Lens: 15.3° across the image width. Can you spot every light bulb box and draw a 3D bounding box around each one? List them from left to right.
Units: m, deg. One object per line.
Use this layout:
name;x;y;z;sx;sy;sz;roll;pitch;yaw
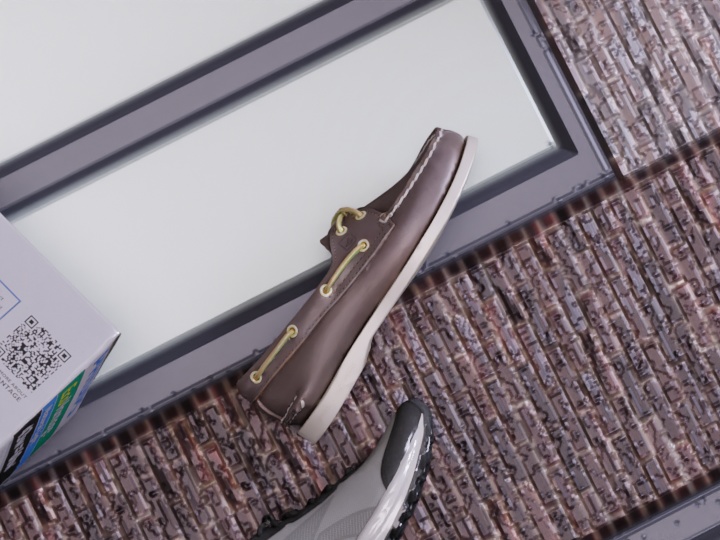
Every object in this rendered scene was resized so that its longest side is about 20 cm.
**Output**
light bulb box;-0.276;0.052;1.482;0.198;0.125;0.200;44;61;4

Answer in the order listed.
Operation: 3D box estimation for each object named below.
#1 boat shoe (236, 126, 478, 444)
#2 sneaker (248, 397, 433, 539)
boat shoe;0.000;0.000;1.547;0.059;0.072;0.201;30;92;0
sneaker;-0.024;0.155;1.533;0.079;0.074;0.201;34;86;8
